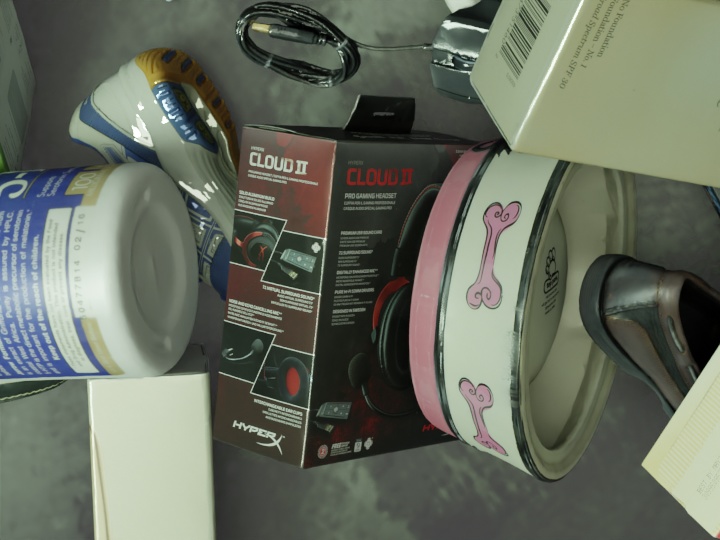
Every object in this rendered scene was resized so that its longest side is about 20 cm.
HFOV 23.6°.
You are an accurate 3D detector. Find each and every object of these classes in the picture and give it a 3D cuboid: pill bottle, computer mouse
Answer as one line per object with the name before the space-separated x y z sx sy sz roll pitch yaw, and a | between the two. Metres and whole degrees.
pill bottle | -0.204 0.004 0.972 0.200 0.120 0.120 -3 98 17
computer mouse | 0.031 -0.117 0.933 0.200 0.034 0.059 3 121 2

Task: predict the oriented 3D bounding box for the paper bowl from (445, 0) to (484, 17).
paper bowl | 0.137 -0.205 0.954 0.200 0.104 0.201 1 120 1

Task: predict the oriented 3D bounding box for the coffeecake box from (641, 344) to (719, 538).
coffeecake box | 0.280 0.089 0.965 0.200 0.073 0.154 21 106 -36

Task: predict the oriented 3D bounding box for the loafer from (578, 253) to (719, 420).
loafer | 0.202 0.052 0.975 0.200 0.063 0.072 34 66 -38

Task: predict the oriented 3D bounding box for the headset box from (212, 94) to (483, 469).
headset box | 0.000 0.000 0.980 0.075 0.149 0.200 13 100 39

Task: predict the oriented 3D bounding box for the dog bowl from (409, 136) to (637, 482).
dog bowl | 0.092 0.014 0.966 0.074 0.200 0.201 10 99 24

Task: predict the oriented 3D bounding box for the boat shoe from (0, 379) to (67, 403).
boat shoe | -0.266 0.069 1.051 0.199 0.075 0.066 -6 126 -5

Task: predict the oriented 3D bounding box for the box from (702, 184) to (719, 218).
box | 0.303 -0.072 1.010 0.198 0.050 0.200 -29 96 7

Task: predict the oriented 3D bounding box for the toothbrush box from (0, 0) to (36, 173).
toothbrush box | -0.298 -0.117 0.975 0.200 0.146 0.086 5 62 1

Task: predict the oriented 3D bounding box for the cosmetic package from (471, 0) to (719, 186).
cosmetic package | 0.170 -0.106 0.882 0.200 0.073 0.104 8 124 -24

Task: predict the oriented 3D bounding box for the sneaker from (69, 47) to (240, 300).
sneaker | -0.097 -0.032 1.034 0.088 0.075 0.200 -28 95 24

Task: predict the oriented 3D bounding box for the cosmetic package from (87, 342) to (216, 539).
cosmetic package | -0.122 0.151 1.031 0.073 0.104 0.200 -3 97 -6
